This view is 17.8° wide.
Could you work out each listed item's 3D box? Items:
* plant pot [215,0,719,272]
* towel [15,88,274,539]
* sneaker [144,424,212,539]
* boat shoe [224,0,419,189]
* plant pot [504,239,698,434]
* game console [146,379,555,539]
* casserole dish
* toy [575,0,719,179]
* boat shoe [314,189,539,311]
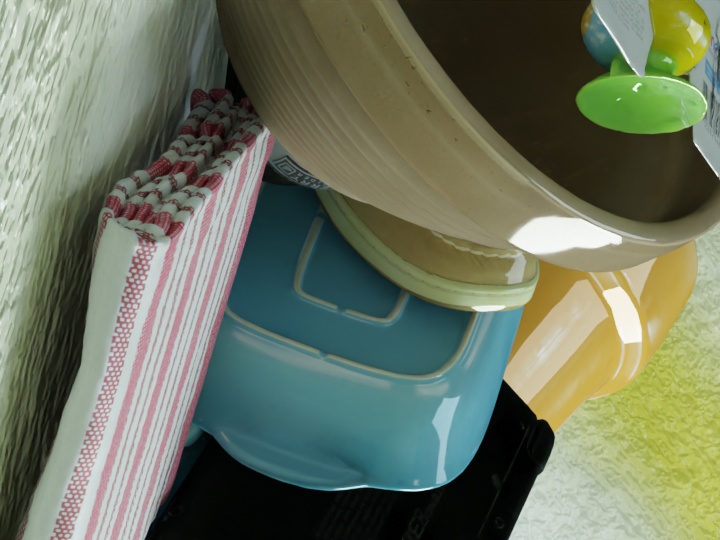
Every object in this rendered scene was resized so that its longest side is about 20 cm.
[{"bbox_3d":[0.023,-0.082,0.692,0.093,0.201,0.201,-30,-152,35],"label":"plant pot"},{"bbox_3d":[-0.068,0.031,0.656,0.200,0.030,0.147,-63,170,-74],"label":"towel"},{"bbox_3d":[-0.040,0.059,0.876,0.086,0.077,0.200,92,12,-63],"label":"sneaker"},{"bbox_3d":[-0.006,-0.123,0.785,0.057,0.069,0.200,-8,-116,60],"label":"boat shoe"},{"bbox_3d":[0.025,0.026,1.055,0.183,0.200,0.200,-55,169,-26],"label":"plant pot"},{"bbox_3d":[-0.013,0.120,0.854,0.116,0.176,0.200,-31,-162,37],"label":"game console"},{"bbox_3d":[0.000,0.000,0.821,0.200,0.121,0.039,-68,176,-54],"label":"casserole dish"},{"bbox_3d":[0.076,-0.132,0.665,0.115,0.047,0.200,41,45,-54],"label":"toy"},{"bbox_3d":[0.019,-0.069,0.828,0.201,0.073,0.063,-106,-153,-44],"label":"boat shoe"}]
